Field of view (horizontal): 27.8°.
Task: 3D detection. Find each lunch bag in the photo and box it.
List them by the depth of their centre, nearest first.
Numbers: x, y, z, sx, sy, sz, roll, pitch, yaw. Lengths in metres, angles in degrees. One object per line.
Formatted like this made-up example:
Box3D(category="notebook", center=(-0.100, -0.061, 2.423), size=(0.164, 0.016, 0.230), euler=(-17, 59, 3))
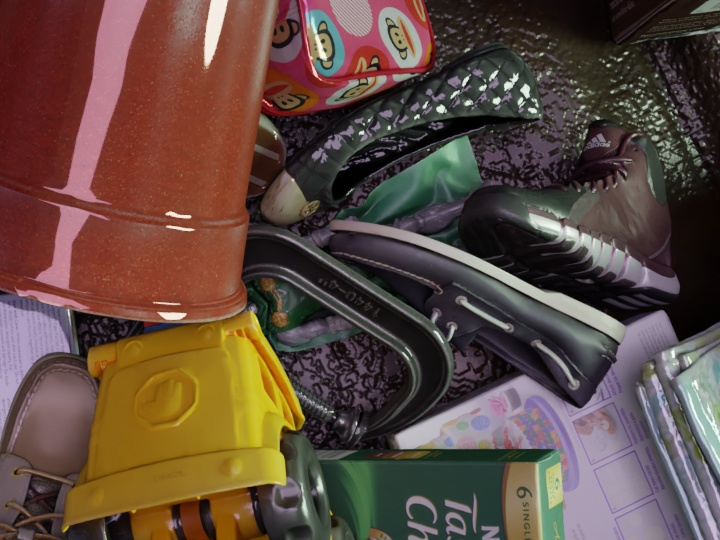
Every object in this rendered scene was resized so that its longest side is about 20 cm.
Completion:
Box3D(category="lunch bag", center=(-0.028, -0.203, 0.921), size=(0.082, 0.176, 0.202), euler=(-21, 87, 38))

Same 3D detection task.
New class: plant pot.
Box3D(category="plant pot", center=(-0.134, -0.099, 0.784), size=(0.199, 0.201, 0.197), euler=(14, 102, -5))

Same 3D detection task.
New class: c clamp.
Box3D(category="c clamp", center=(-0.047, 0.051, 0.921), size=(0.199, 0.027, 0.171), euler=(28, 125, -5))

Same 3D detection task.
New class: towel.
Box3D(category="towel", center=(0.261, 0.125, 0.929), size=(0.171, 0.048, 0.201), euler=(-21, 87, -49))

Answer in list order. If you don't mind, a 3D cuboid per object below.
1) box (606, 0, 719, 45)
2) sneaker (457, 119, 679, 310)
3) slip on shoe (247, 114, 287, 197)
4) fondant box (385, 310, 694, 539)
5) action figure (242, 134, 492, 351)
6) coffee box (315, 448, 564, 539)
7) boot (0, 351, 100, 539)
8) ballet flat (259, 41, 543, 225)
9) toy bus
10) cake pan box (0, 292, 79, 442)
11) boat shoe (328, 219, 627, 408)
Box3D(category="box", center=(0.245, -0.269, 0.939), size=(0.164, 0.164, 0.202), euler=(-9, 87, -6))
Box3D(category="sneaker", center=(0.135, -0.051, 0.938), size=(0.199, 0.075, 0.117), euler=(22, 68, -45))
Box3D(category="slip on shoe", center=(-0.137, -0.112, 0.910), size=(0.199, 0.061, 0.076), euler=(23, 106, -24))
Box3D(category="fondant box", center=(0.135, 0.132, 0.959), size=(0.199, 0.058, 0.145), euler=(-24, 90, -8))
Box3D(category="action figure", center=(0.000, 0.000, 0.955), size=(0.199, 0.055, 0.119), euler=(-21, 88, -5))
Box3D(category="coffee box", center=(0.029, 0.172, 0.899), size=(0.198, 0.044, 0.124), euler=(-2, 91, 27))
Box3D(category="boot", center=(-0.187, 0.148, 0.825), size=(0.071, 0.155, 0.202), euler=(13, 86, -6))
Box3D(category="ballet flat", center=(0.026, -0.081, 0.931), size=(0.199, 0.067, 0.057), euler=(-30, 77, -5))
Box3D(category="toy bus", center=(-0.084, 0.109, 0.854), size=(0.135, 0.201, 0.193), euler=(-14, 52, 7))
Box3D(category="cake pan box", center=(-0.262, 0.117, 0.920), size=(0.182, 0.052, 0.202), euler=(-8, 87, -5))
Box3D(category="boat shoe", center=(0.066, 0.026, 0.899), size=(0.199, 0.073, 0.063), euler=(22, 86, -8))
